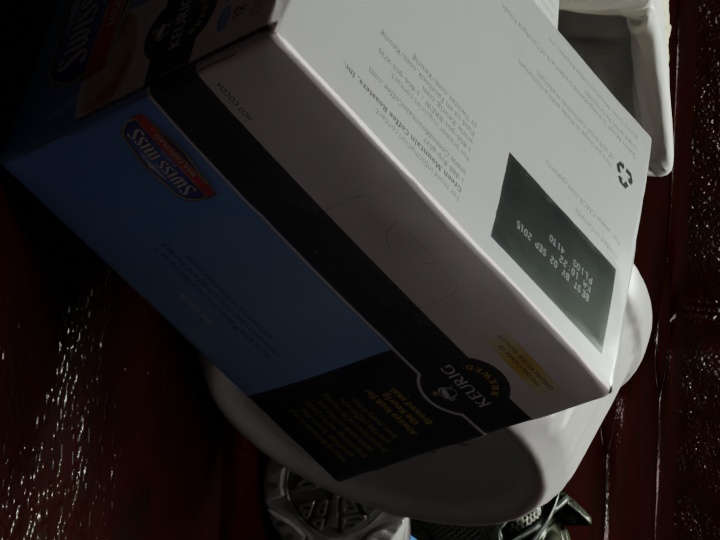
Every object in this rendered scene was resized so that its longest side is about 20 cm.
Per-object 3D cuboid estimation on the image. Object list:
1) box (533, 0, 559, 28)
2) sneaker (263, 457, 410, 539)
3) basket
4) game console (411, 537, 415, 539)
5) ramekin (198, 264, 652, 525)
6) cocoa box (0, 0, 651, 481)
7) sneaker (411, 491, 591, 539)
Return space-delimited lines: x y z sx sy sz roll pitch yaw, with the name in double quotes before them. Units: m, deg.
"box" 0.006 -0.164 1.157 0.106 0.151 0.201 27 67 -76
"sneaker" -0.008 0.112 1.389 0.100 0.077 0.201 -82 177 -59
"basket" 0.142 -0.166 1.842 0.200 0.135 0.124 75 20 -57
"game console" 0.068 0.124 1.629 0.200 0.170 0.119 34 33 -76
"ramekin" 0.021 0.032 1.202 0.203 0.201 0.095 74 33 -56
"cocoa box" -0.007 -0.043 0.996 0.200 0.131 0.134 45 41 -31
"sneaker" 0.074 0.099 1.409 0.076 0.114 0.200 -43 162 -30
